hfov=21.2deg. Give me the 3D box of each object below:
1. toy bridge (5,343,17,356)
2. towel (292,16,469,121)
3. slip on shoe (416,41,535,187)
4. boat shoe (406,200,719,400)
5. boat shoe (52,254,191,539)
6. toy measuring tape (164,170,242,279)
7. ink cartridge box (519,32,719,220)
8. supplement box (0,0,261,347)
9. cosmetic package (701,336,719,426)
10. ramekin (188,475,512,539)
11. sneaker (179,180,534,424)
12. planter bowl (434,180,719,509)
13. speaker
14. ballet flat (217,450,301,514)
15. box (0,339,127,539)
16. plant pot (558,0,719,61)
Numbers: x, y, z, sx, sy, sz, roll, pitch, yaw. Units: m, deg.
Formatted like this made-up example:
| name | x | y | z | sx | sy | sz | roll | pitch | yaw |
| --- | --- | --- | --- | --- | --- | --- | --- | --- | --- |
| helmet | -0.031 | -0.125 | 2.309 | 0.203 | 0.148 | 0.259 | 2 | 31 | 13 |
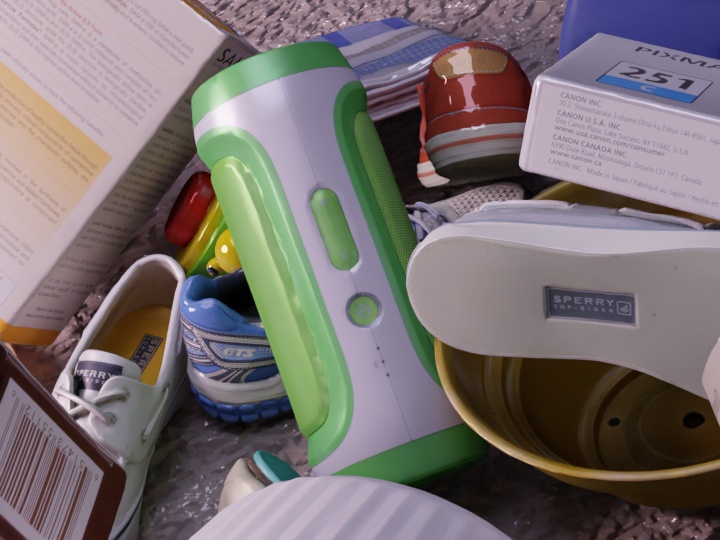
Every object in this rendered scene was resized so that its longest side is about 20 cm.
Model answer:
| name | x | y | z | sx | sy | sz | roll | pitch | yaw |
| --- | --- | --- | --- | --- | --- | --- | --- | --- | --- |
| toy bridge | -0.207 | 0.070 | 1.022 | 0.067 | 0.027 | 0.200 | -28 | 39 | -9 |
| towel | -0.013 | -0.111 | 1.086 | 0.146 | 0.024 | 0.200 | -18 | 17 | -10 |
| slip on shoe | 0.060 | -0.076 | 0.967 | 0.074 | 0.062 | 0.200 | -8 | -3 | 4 |
| boat shoe | 0.120 | 0.004 | 0.761 | 0.200 | 0.070 | 0.072 | 9 | 28 | 19 |
| boat shoe | -0.127 | 0.070 | 0.937 | 0.070 | 0.070 | 0.200 | 12 | 45 | 15 |
| toy measuring tape | -0.071 | -0.034 | 1.063 | 0.073 | 0.074 | 0.200 | -20 | 21 | 4 |
| ink cartridge box | 0.187 | -0.056 | 0.801 | 0.199 | 0.045 | 0.176 | 16 | 22 | 18 |
| supplement box | -0.162 | -0.076 | 1.023 | 0.126 | 0.074 | 0.200 | 40 | 96 | 14 |
| cosmetic package | 0.190 | 0.106 | 0.633 | 0.087 | 0.103 | 0.201 | -20 | 75 | 3 |
| ramekin | -0.001 | 0.163 | 0.676 | 0.201 | 0.203 | 0.094 | 2 | 32 | 29 |
| sneaker | 0.000 | 0.000 | 0.954 | 0.199 | 0.085 | 0.077 | -28 | 37 | -10 |
| planter bowl | 0.138 | 0.041 | 0.834 | 0.199 | 0.084 | 0.201 | -12 | 40 | 11 |
| speaker | -0.010 | 0.003 | 0.872 | 0.088 | 0.088 | 0.201 | -21 | 81 | 2 |
| ballet flat | -0.008 | 0.148 | 0.807 | 0.069 | 0.070 | 0.200 | -34 | 37 | -15 |
| box | -0.207 | 0.096 | 0.801 | 0.199 | 0.100 | 0.075 | -12 | 44 | 29 |
| plant pot | 0.206 | -0.151 | 0.957 | 0.199 | 0.180 | 0.200 | 5 | 45 | 33 |
